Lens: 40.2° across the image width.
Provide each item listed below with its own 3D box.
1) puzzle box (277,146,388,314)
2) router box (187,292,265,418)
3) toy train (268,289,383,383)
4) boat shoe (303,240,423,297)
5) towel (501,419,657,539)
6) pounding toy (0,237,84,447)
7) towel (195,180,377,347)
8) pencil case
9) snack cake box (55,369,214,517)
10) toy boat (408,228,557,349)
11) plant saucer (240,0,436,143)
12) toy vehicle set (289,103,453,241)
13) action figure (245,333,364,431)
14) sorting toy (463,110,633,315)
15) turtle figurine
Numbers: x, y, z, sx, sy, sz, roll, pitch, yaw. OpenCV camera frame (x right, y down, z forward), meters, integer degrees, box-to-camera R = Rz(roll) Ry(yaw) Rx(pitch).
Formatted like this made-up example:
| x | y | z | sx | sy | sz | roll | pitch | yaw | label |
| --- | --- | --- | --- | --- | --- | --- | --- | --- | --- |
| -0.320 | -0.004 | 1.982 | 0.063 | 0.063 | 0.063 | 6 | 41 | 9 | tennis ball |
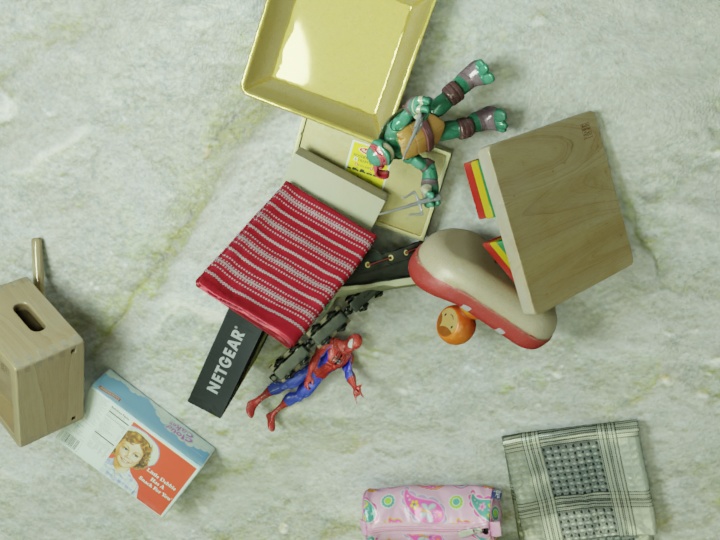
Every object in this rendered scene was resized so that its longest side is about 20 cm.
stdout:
| x | y | z | sx | sy | sz | roll | pitch | yaw | label |
| --- | --- | --- | --- | --- | --- | --- | --- | --- | --- |
| -0.062 | -0.049 | 1.302 | 0.133 | 0.025 | 0.200 | 28 | 122 | 0 | puzzle box |
| -0.146 | 0.071 | 1.287 | 0.052 | 0.157 | 0.200 | 28 | 125 | 0 | router box |
| -0.047 | 0.078 | 1.326 | 0.200 | 0.046 | 0.034 | -42 | 100 | -1 | toy train |
| -0.001 | 0.000 | 1.260 | 0.201 | 0.074 | 0.063 | -9 | 87 | -28 | boat shoe |
| 0.302 | 0.309 | 1.359 | 0.192 | 0.035 | 0.201 | -9 | 106 | 14 | towel |
| -0.465 | 0.096 | 1.381 | 0.200 | 0.142 | 0.184 | 40 | 136 | 30 | pounding toy |
| -0.088 | -0.012 | 1.193 | 0.144 | 0.200 | 0.023 | 32 | 147 | 8 | towel |
| 0.101 | 0.347 | 1.386 | 0.199 | 0.087 | 0.088 | -2 | 107 | 13 | pencil case |
| -0.332 | 0.255 | 1.454 | 0.200 | 0.067 | 0.115 | 38 | 109 | -2 | snack cake box |
| 0.143 | 0.041 | 1.249 | 0.200 | 0.131 | 0.131 | 33 | 117 | -11 | toy boat |
| -0.026 | -0.283 | 1.224 | 0.200 | 0.048 | 0.200 | 21 | 106 | 4 | plant saucer |
| 0.008 | -0.129 | 1.282 | 0.200 | 0.027 | 0.125 | 20 | 110 | 5 | toy vehicle set |
| -0.068 | 0.165 | 1.355 | 0.200 | 0.099 | 0.065 | -42 | 122 | 18 | action figure |
| 0.221 | -0.070 | 1.185 | 0.070 | 0.200 | 0.199 | -8 | 101 | 51 | sorting toy |
| 0.078 | -0.164 | 1.185 | 0.200 | 0.101 | 0.150 | -35 | 141 | -14 | turtle figurine |
